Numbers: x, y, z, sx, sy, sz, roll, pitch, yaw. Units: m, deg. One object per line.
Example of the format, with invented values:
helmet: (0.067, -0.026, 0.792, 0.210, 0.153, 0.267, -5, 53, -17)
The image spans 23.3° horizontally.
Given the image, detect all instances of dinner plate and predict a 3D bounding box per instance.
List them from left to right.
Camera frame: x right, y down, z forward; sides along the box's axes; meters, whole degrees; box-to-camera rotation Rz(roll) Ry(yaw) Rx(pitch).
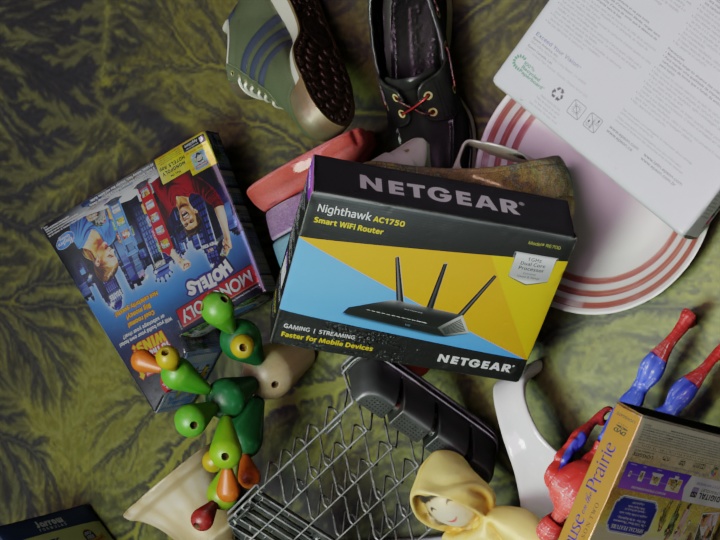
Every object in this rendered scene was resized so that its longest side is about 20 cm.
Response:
dinner plate: (0.181, -0.067, 1.348, 0.199, 0.024, 0.201, 2, 94, 30)

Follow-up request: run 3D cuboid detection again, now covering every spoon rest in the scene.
spoon rest: (0.155, 0.169, 1.352, 0.099, 0.061, 0.201, -32, 75, 27)

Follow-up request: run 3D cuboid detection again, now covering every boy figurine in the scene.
boy figurine: (0.109, 0.226, 1.333, 0.124, 0.064, 0.201, -22, 102, 46)

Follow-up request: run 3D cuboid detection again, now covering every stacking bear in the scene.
stacking bear: (0.000, 0.000, 1.410, 0.113, 0.121, 0.201, -27, 90, 7)

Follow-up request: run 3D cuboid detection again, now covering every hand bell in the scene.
hand bell: (-0.102, 0.256, 1.507, 0.104, 0.104, 0.200, -42, 85, 25)

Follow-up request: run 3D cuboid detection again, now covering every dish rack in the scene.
dish rack: (-0.002, 0.172, 1.394, 0.153, 0.055, 0.200, 36, 114, -21)

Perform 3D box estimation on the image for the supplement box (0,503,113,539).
supplement box: (-0.283, 0.358, 1.572, 0.200, 0.134, 0.200, 48, 113, 19)

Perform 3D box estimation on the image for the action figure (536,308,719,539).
action figure: (0.198, 0.123, 1.295, 0.065, 0.052, 0.200, 39, 83, 20)

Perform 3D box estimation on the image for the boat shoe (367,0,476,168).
boat shoe: (0.045, -0.145, 1.403, 0.073, 0.063, 0.203, -7, 90, 28)

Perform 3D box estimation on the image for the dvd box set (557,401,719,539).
dvd box set: (0.199, 0.201, 1.267, 0.029, 0.146, 0.201, 29, 100, 46)

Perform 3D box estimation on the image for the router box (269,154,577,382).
router box: (0.043, 0.001, 1.304, 0.199, 0.051, 0.150, 9, 129, -10)

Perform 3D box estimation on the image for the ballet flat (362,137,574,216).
ballet flat: (0.064, -0.069, 1.331, 0.199, 0.071, 0.071, 4, 95, -2)

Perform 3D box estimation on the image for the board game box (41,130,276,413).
board game box: (-0.160, 0.011, 1.528, 0.199, 0.062, 0.201, -26, 80, 28)

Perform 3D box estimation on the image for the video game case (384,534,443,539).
video game case: (0.049, 0.312, 1.442, 0.199, 0.022, 0.183, -11, 87, 30)

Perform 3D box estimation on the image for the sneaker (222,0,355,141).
sneaker: (-0.066, -0.163, 1.438, 0.090, 0.067, 0.201, -41, 45, 27)

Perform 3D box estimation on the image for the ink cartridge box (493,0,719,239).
ink cartridge box: (0.229, -0.160, 1.283, 0.196, 0.043, 0.200, 43, 105, 23)

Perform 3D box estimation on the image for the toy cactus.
toy cactus: (-0.104, 0.100, 1.441, 0.102, 0.165, 0.201, 6, 113, 35)
